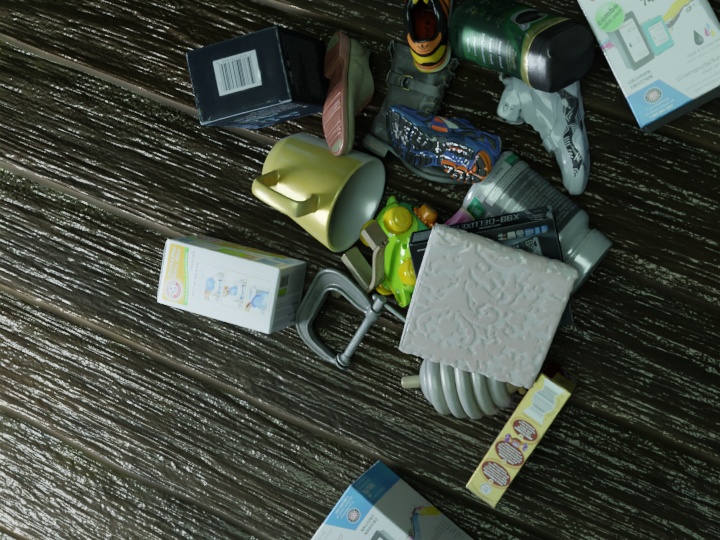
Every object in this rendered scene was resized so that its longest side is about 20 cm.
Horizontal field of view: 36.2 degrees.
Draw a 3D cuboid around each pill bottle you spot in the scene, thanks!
[{"bbox_3d":[0.248,-0.065,1.547,0.199,0.113,0.114,41,105,12],"label":"pill bottle"}]

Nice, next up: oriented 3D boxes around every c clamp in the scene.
[{"bbox_3d":[-0.020,0.084,1.655,0.171,0.027,0.200,44,136,5],"label":"c clamp"}]

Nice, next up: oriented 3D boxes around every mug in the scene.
[{"bbox_3d":[-0.069,-0.135,1.623,0.152,0.187,0.151,30,84,23],"label":"mug"}]

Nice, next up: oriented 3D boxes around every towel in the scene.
[{"bbox_3d":[0.166,0.049,1.460,0.197,0.032,0.193,17,117,1],"label":"towel"}]

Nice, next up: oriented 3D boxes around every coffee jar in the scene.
[{"bbox_3d":[0.219,-0.312,1.503,0.199,0.103,0.086,34,141,43],"label":"coffee jar"}]

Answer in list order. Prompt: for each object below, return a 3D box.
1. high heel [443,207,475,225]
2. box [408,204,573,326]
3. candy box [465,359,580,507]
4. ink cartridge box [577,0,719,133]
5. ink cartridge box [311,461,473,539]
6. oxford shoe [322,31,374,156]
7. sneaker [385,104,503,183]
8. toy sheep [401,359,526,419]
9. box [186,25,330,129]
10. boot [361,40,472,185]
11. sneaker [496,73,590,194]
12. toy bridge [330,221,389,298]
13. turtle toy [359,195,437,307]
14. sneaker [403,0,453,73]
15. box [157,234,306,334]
[{"bbox_3d":[0.164,0.011,1.563,0.096,0.067,0.200,-43,122,-4],"label":"high heel"},{"bbox_3d":[0.177,0.010,1.485,0.197,0.050,0.160,-10,113,13],"label":"box"},{"bbox_3d":[0.233,0.231,1.574,0.056,0.116,0.202,33,103,13],"label":"candy box"},{"bbox_3d":[0.396,-0.309,1.461,0.145,0.146,0.202,-28,85,18],"label":"ink cartridge box"},{"bbox_3d":[0.045,0.416,1.629,0.199,0.146,0.148,38,105,12],"label":"ink cartridge box"},{"bbox_3d":[-0.011,-0.255,1.606,0.071,0.073,0.203,-35,48,55],"label":"oxford shoe"},{"bbox_3d":[0.115,-0.183,1.544,0.199,0.078,0.076,31,137,30],"label":"sneaker"},{"bbox_3d":[0.154,0.148,1.581,0.197,0.138,0.140,-14,90,21],"label":"toy sheep"},{"bbox_3d":[-0.140,-0.278,1.617,0.146,0.200,0.109,-12,92,19],"label":"box"},{"bbox_3d":[0.103,-0.230,1.609,0.198,0.069,0.176,26,101,15],"label":"boot"},{"bbox_3d":[0.259,-0.201,1.556,0.113,0.075,0.204,-8,87,20],"label":"sneaker"},{"bbox_3d":[0.000,0.000,1.621,0.068,0.027,0.200,53,150,8],"label":"toy bridge"},{"bbox_3d":[0.081,-0.014,1.607,0.100,0.146,0.203,-17,88,-21],"label":"turtle toy"},{"bbox_3d":[0.094,-0.388,1.564,0.069,0.090,0.204,-5,73,11],"label":"sneaker"},{"bbox_3d":[-0.199,0.018,1.706,0.197,0.112,0.103,14,100,17],"label":"box"}]
